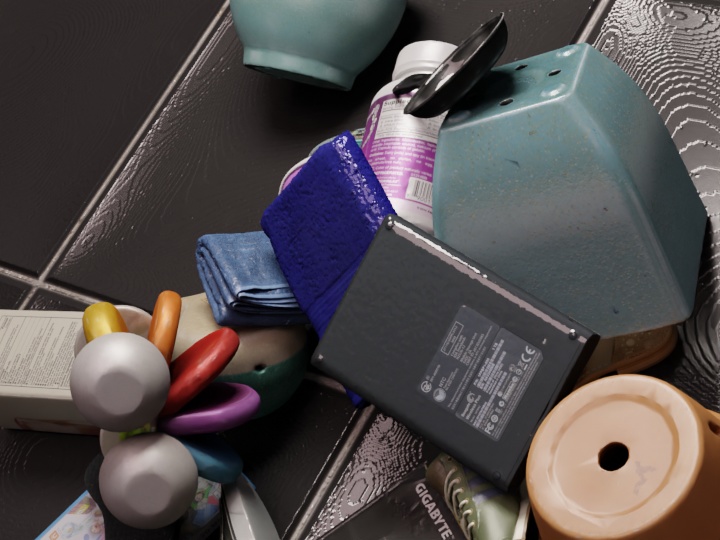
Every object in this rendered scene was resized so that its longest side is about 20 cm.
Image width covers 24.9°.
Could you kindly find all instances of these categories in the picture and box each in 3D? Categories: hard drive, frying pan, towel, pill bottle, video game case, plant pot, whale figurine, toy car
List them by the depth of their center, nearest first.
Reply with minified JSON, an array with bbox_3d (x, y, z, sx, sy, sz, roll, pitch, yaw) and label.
[{"bbox_3d":[0.212,0.170,1.229,0.199,0.140,0.201,-18,48,21],"label":"plant pot"},{"bbox_3d":[0.070,0.062,1.286,0.199,0.033,0.140,32,99,24],"label":"hard drive"},{"bbox_3d":[0.061,-0.151,1.359,0.190,0.031,0.115,-35,15,53],"label":"frying pan"},{"bbox_3d":[0.161,-0.070,1.361,0.195,0.201,0.196,-13,24,23],"label":"plant pot"},{"bbox_3d":[0.000,0.000,1.398,0.148,0.049,0.201,-44,67,42],"label":"towel"},{"bbox_3d":[-0.163,0.114,1.409,0.149,0.201,0.175,-15,14,-5],"label":"toy car"},{"bbox_3d":[0.054,-0.104,1.490,0.112,0.112,0.201,-3,60,31],"label":"pill bottle"},{"bbox_3d":[-0.048,0.000,1.510,0.199,0.049,0.112,-3,39,-24],"label":"towel"},{"bbox_3d":[-0.207,0.232,1.533,0.200,0.018,0.143,-44,46,-4],"label":"video game case"},{"bbox_3d":[-0.125,0.077,1.556,0.158,0.105,0.200,-15,19,-20],"label":"whale figurine"},{"bbox_3d":[-0.053,-0.266,1.718,0.199,0.200,0.135,15,93,39],"label":"plant pot"}]

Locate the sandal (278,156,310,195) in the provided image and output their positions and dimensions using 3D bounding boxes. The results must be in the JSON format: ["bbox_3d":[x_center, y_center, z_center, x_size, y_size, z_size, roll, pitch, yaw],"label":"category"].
[{"bbox_3d":[-0.001,-0.074,1.588,0.201,0.083,0.050,-2,18,30],"label":"sandal"}]

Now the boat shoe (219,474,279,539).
[{"bbox_3d":[-0.101,0.264,1.405,0.063,0.071,0.201,-27,48,10],"label":"boat shoe"}]

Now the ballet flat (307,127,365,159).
[{"bbox_3d":[0.043,-0.119,1.622,0.199,0.074,0.075,-5,54,26],"label":"ballet flat"}]

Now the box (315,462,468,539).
[{"bbox_3d":[0.037,0.278,1.323,0.159,0.049,0.200,-36,45,5],"label":"box"}]

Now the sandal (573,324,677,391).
[{"bbox_3d":[0.161,0.074,1.384,0.211,0.070,0.078,-27,46,12],"label":"sandal"}]

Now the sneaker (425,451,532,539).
[{"bbox_3d":[0.093,0.182,1.304,0.089,0.067,0.201,12,39,7],"label":"sneaker"}]

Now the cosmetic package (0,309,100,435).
[{"bbox_3d":[-0.292,0.103,1.638,0.199,0.087,0.104,2,59,32],"label":"cosmetic package"}]

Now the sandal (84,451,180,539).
[{"bbox_3d":[-0.200,0.226,1.496,0.075,0.048,0.201,-39,32,2],"label":"sandal"}]
